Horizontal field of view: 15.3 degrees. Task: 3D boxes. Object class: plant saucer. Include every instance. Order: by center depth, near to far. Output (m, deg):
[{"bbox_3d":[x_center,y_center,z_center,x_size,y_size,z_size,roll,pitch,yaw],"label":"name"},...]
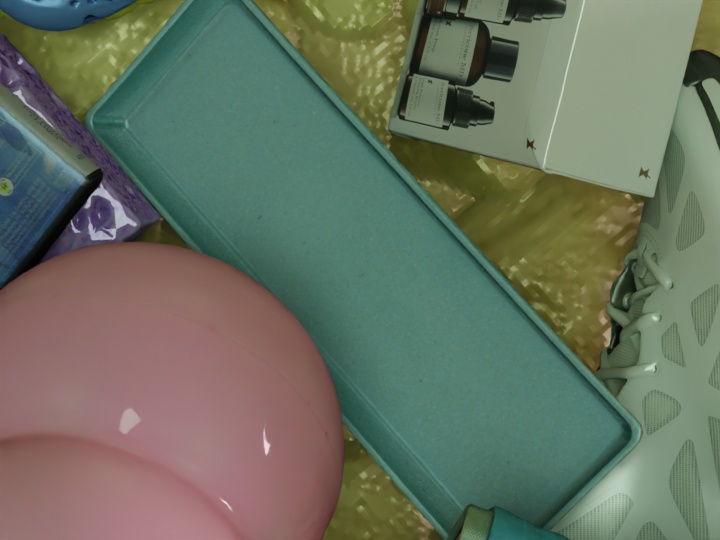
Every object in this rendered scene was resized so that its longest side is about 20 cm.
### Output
[{"bbox_3d":[0.000,0.000,0.826,0.070,0.019,0.200,-47,73,16],"label":"plant saucer"}]

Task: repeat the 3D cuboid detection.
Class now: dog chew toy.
[{"bbox_3d":[-0.077,0.086,0.760,0.124,0.201,0.125,9,135,9],"label":"dog chew toy"}]

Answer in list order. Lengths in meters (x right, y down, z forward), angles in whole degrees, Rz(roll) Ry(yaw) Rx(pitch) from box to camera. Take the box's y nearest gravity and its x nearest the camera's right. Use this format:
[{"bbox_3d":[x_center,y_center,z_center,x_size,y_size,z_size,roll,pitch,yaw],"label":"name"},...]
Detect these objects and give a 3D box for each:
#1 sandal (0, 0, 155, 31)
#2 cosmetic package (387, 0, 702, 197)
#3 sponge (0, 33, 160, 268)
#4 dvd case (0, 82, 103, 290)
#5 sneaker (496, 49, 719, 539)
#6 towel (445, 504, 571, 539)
[{"bbox_3d":[-0.045,-0.153,0.818,0.079,0.087,0.200,45,95,-2],"label":"sandal"},{"bbox_3d":[0.070,-0.129,0.810,0.050,0.082,0.201,11,93,-38],"label":"cosmetic package"},{"bbox_3d":[-0.169,-0.057,0.843,0.111,0.030,0.200,-40,91,16],"label":"sponge"},{"bbox_3d":[-0.196,-0.040,0.827,0.200,0.018,0.143,40,107,1],"label":"dvd case"},{"bbox_3d":[0.081,0.038,0.826,0.115,0.076,0.202,-9,95,1],"label":"sneaker"},{"bbox_3d":[0.104,0.140,0.804,0.199,0.147,0.022,25,61,0],"label":"towel"}]
